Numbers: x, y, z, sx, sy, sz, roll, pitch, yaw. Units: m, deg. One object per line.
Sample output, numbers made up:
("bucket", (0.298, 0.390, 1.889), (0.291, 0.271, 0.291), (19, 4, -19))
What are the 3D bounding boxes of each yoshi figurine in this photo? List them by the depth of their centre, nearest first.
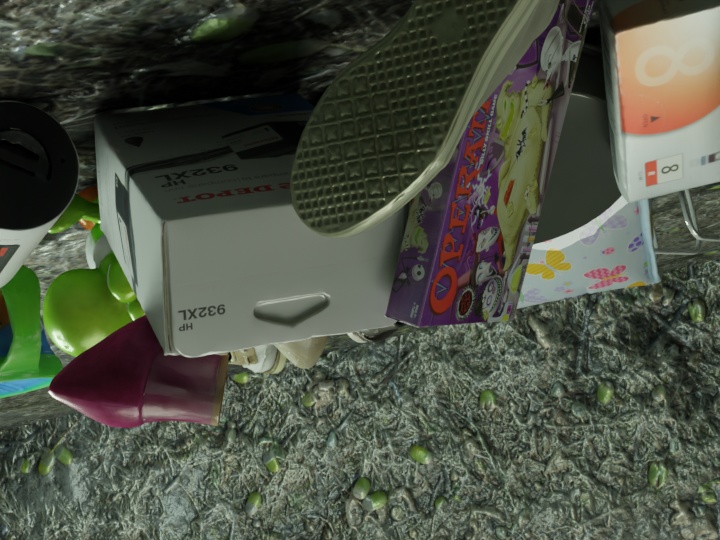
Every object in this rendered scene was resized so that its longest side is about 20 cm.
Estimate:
("yoshi figurine", (-0.182, 0.002, 0.910), (0.111, 0.113, 0.200), (17, -169, -15))

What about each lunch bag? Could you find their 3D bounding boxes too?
("lunch bag", (0.156, -0.068, 1.072), (0.168, 0.128, 0.200), (-13, 147, 11))

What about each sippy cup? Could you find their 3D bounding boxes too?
("sippy cup", (-0.329, 0.040, 1.080), (0.176, 0.132, 0.140), (-14, 171, 11))

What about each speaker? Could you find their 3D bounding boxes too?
("speaker", (-0.240, -0.042, 0.832), (0.081, 0.082, 0.200), (-8, 171, -26))

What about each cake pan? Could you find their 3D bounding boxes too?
("cake pan", (0.113, -0.082, 0.921), (0.198, 0.037, 0.201), (-6, 144, -4))

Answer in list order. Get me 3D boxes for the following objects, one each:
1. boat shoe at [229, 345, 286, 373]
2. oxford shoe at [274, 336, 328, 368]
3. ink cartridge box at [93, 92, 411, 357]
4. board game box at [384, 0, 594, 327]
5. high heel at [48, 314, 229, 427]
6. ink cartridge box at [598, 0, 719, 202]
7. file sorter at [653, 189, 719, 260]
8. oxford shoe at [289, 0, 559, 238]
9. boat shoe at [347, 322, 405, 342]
("boat shoe", (-0.096, 0.045, 1.101), (0.068, 0.075, 0.200), (-5, 163, -12))
("oxford shoe", (-0.080, -0.011, 0.909), (0.070, 0.200, 0.075), (-13, 134, -21))
("ink cartridge box", (-0.071, -0.036, 0.774), (0.144, 0.084, 0.200), (-8, -155, -19))
("board game box", (0.076, -0.069, 0.731), (0.032, 0.202, 0.120), (19, -169, 36))
("high heel", (-0.127, 0.038, 0.785), (0.095, 0.068, 0.200), (8, -154, -6))
("ink cartridge box", (0.256, -0.128, 0.817), (0.198, 0.050, 0.163), (-10, 141, 8))
("file sorter", (0.319, -0.087, 1.192), (0.199, 0.126, 0.138), (-17, 170, 37))
("oxford shoe", (0.037, -0.097, 0.643), (0.201, 0.075, 0.058), (-54, 163, 18))
("boat shoe", (0.059, -0.003, 1.156), (0.057, 0.067, 0.200), (-12, -154, 47))
